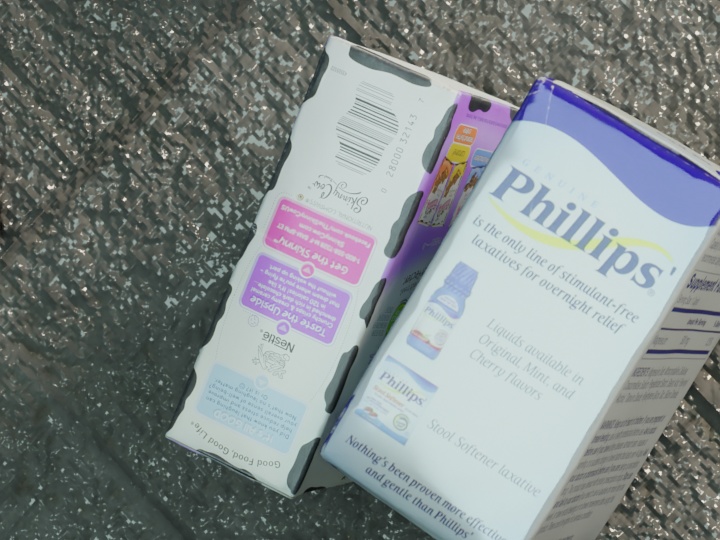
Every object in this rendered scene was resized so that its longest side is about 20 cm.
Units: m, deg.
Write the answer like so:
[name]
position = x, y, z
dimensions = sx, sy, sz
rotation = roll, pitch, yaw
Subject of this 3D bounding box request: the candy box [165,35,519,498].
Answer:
[candy box]
position = 0.000, 0.000, 1.203
dimensions = 0.071, 0.168, 0.200
rotation = 24, 95, 15

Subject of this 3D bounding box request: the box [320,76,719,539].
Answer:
[box]
position = 0.095, 0.027, 1.170
dimensions = 0.105, 0.184, 0.200
rotation = 33, 97, 15
